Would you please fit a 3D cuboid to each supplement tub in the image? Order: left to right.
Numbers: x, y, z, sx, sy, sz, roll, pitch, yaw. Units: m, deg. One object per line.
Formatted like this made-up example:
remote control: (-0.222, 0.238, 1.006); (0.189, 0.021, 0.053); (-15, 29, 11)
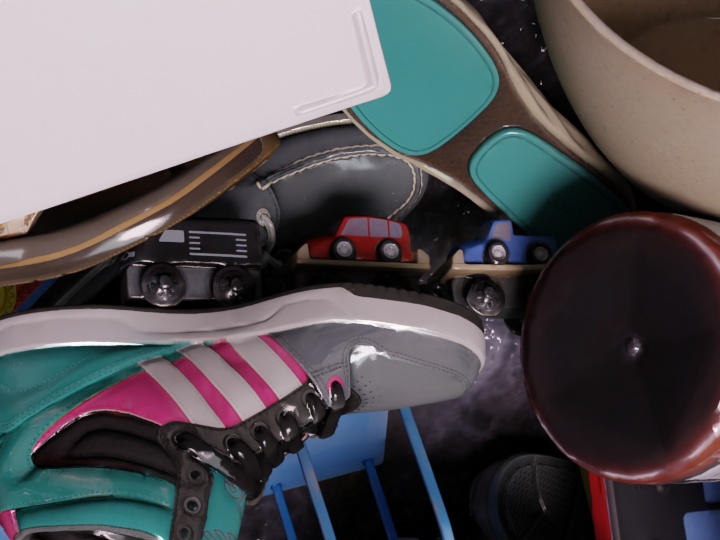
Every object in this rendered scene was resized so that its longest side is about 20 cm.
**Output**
supplement tub: (0.161, 0.035, 0.756); (0.200, 0.107, 0.107); (5, 122, -51)

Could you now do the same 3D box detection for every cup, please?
cup: (0.155, -0.100, 0.714); (0.199, 0.201, 0.143); (-11, 151, -10)

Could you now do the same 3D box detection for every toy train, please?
toy train: (0.000, 0.000, 0.731); (0.199, 0.046, 0.034); (2, 158, -20)

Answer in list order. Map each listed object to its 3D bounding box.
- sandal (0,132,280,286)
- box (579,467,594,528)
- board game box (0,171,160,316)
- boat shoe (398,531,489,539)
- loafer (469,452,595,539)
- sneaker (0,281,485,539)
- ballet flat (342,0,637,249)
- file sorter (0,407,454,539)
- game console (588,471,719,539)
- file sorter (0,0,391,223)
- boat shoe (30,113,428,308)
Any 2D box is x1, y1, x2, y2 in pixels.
sandal: (-0.127, -0.026, 0.668); (0.199, 0.082, 0.055); (-17, 101, 1)
box: (0.166, 0.169, 0.870); (0.075, 0.050, 0.201); (-16, 91, -36)
board game box: (-0.161, -0.093, 0.685); (0.200, 0.056, 0.196); (-45, 121, 11)
boat shoe: (0.041, 0.223, 0.924); (0.060, 0.074, 0.201); (-2, 112, -10)
loafer: (0.122, 0.154, 0.911); (0.200, 0.063, 0.072); (32, 64, -28)
sneaker: (-0.047, 0.073, 0.668); (0.199, 0.121, 0.084); (-4, 152, -3)
ballet flat: (0.042, -0.070, 0.752); (0.069, 0.070, 0.200); (-41, 125, 9)
file sorter: (-0.068, 0.119, 0.767); (0.199, 0.123, 0.139); (-14, 151, -10)
game console: (0.190, 0.112, 0.845); (0.199, 0.031, 0.178); (0, 83, -33)
file sorter: (-0.113, -0.110, 0.581); (0.199, 0.125, 0.139); (-19, 124, -5)
boat shoe: (-0.057, -0.003, 0.764); (0.199, 0.062, 0.073); (-22, 122, -3)
